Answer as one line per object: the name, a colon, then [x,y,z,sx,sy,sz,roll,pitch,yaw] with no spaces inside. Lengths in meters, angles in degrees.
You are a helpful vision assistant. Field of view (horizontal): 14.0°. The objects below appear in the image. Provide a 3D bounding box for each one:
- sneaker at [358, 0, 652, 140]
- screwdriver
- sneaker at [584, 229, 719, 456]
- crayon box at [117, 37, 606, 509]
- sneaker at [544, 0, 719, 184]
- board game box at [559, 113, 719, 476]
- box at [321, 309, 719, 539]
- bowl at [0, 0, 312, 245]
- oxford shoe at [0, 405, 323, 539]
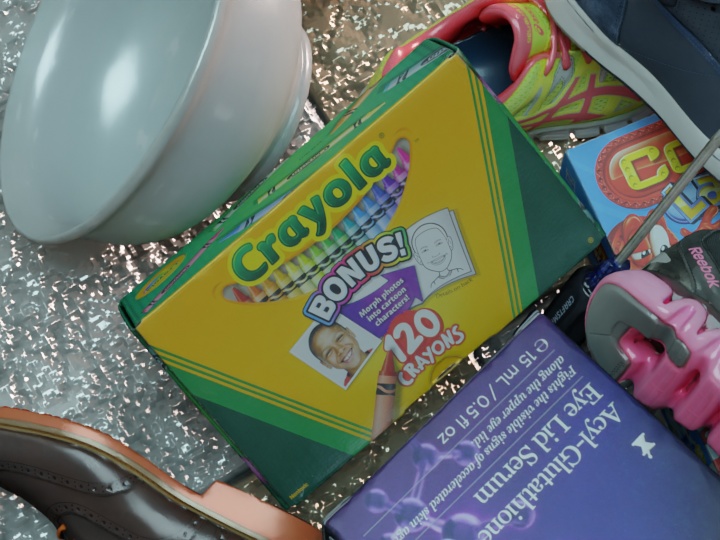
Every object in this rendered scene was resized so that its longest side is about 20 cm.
sneaker: [0.091,-0.107,1.442,0.199,0.090,0.078,-25,70,-10]
screwdriver: [0.126,-0.010,1.353,0.028,0.200,0.029,14,61,-14]
sneaker: [0.199,0.059,1.337,0.200,0.079,0.095,47,51,7]
crayon box: [0.000,0.000,1.378,0.200,0.058,0.119,-41,107,-2]
sneaker: [0.189,-0.119,1.348,0.202,0.146,0.077,39,48,8]
board game box: [0.225,-0.001,1.420,0.199,0.056,0.196,-22,72,-7]
box: [0.101,0.146,1.344,0.200,0.104,0.148,42,75,14]
bowl: [-0.086,-0.092,1.411,0.090,0.201,0.202,23,68,-29]
oxford shoe: [-0.119,0.119,1.376,0.199,0.071,0.073,21,78,9]
